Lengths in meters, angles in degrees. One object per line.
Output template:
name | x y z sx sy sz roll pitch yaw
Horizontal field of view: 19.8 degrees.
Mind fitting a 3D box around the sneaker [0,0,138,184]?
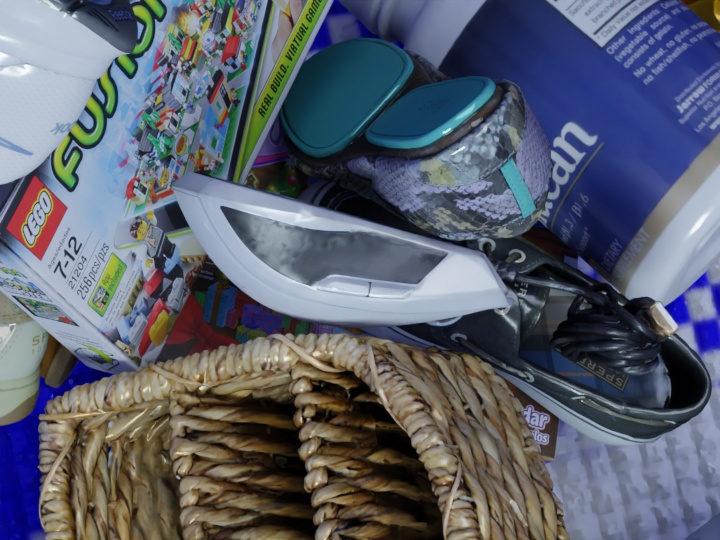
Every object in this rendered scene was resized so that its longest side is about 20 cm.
sneaker | -0.177 -0.096 0.686 0.199 0.075 0.087 29 111 -4

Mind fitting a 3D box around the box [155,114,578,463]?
box | 0.000 0.000 0.915 0.199 0.039 0.138 15 72 -20

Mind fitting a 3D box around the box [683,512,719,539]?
box | 0.232 0.169 0.835 0.124 0.097 0.201 -32 95 -24

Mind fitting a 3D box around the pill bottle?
pill bottle | 0.087 -0.086 0.896 0.200 0.111 0.111 42 64 14

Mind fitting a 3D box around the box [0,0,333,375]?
box | -0.080 -0.071 0.798 0.110 0.035 0.201 48 60 -49

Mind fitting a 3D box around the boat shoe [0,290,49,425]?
boat shoe | -0.217 0.010 0.786 0.199 0.073 0.063 9 112 -21

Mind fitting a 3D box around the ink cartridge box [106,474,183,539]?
ink cartridge box | -0.058 0.188 0.813 0.200 0.050 0.162 53 43 -2

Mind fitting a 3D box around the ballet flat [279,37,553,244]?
ballet flat | 0.021 -0.045 0.818 0.072 0.200 0.072 -4 102 -18

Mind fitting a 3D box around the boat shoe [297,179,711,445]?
boat shoe | 0.064 0.013 0.886 0.199 0.057 0.069 28 69 -17

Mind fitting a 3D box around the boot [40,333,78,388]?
boot | -0.154 -0.065 0.856 0.143 0.071 0.202 17 79 -7

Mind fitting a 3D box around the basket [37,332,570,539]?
basket | -0.015 0.124 0.754 0.149 0.142 0.201 12 60 -41

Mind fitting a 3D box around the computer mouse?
computer mouse | 0.019 0.007 0.793 0.199 0.110 0.044 15 93 -10

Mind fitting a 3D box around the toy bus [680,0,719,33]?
toy bus | 0.146 -0.195 0.941 0.135 0.192 0.201 -29 89 -25
